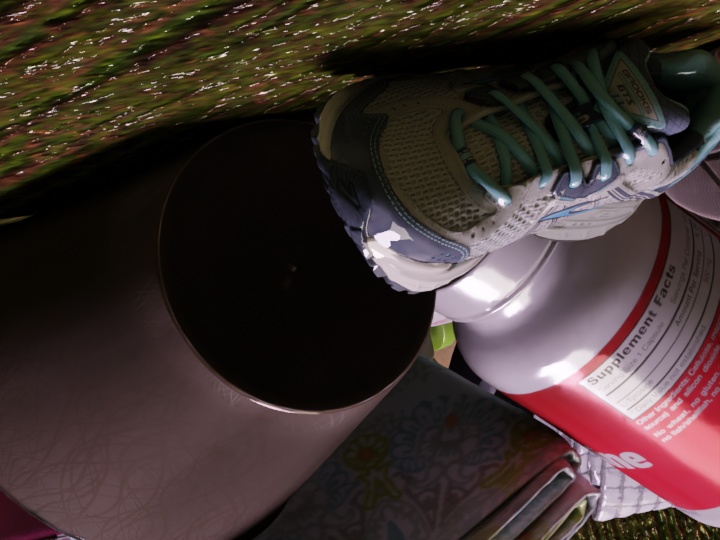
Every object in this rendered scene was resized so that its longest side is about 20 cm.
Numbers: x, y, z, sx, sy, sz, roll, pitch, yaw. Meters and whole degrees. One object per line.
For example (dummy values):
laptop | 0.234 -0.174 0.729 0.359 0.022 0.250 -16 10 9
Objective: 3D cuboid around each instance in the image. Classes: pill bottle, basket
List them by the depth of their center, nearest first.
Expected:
basket | -0.064 0.023 1.007 0.180 0.136 0.200 34 153 -12
pill bottle | 0.113 0.021 1.102 0.200 0.112 0.112 34 151 -28

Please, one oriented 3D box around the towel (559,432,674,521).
towel | 0.191 0.031 1.455 0.165 0.200 0.086 -7 -164 -16

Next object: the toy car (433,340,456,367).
toy car | 0.090 0.013 1.539 0.164 0.158 0.200 -5 154 36

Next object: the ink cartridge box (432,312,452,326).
ink cartridge box | 0.000 0.000 1.307 0.200 0.068 0.115 -10 176 -20

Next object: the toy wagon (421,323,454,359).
toy wagon | -0.045 0.052 1.476 0.155 0.040 0.200 -21 -167 -31

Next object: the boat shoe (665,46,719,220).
boat shoe | 0.200 -0.064 0.966 0.200 0.076 0.072 -13 178 40

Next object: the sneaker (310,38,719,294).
sneaker | 0.062 -0.051 0.886 0.086 0.078 0.200 -29 173 36

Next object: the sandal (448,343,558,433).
sandal | 0.070 0.055 1.324 0.043 0.076 0.200 15 170 -12

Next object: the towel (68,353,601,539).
towel | -0.015 0.107 1.137 0.171 0.048 0.200 -38 -139 -22

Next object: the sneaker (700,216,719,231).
sneaker | 0.199 -0.056 1.156 0.099 0.078 0.200 -21 -177 -6

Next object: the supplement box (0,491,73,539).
supplement box | -0.105 0.114 1.306 0.200 0.103 0.131 18 156 -41
